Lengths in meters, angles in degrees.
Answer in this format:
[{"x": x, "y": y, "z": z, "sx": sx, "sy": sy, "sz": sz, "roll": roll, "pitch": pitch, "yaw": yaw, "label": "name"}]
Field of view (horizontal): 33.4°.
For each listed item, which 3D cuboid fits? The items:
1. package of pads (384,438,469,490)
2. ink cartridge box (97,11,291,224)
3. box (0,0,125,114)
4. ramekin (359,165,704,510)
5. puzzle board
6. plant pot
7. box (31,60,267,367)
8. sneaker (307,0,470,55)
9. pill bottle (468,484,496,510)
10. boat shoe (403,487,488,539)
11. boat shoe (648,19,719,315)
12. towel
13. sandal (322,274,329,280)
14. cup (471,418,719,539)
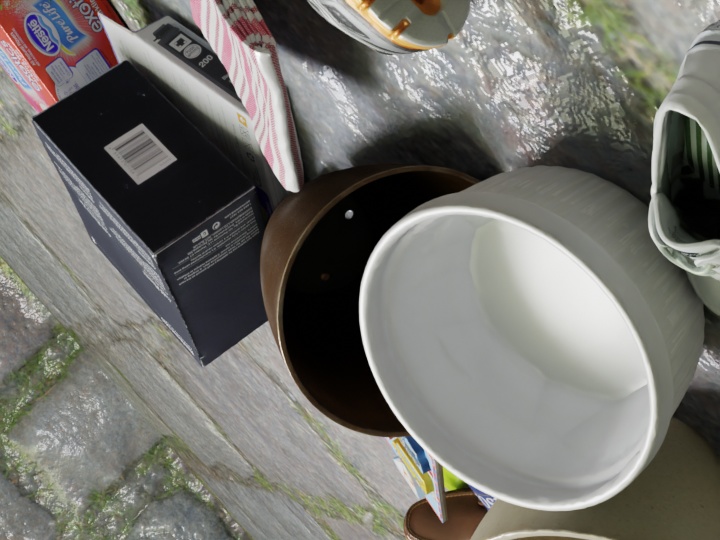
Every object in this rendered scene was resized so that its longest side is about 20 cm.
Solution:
[{"x": 0.064, "y": 0.123, "z": 1.115, "sx": 0.154, "sy": 0.068, "sz": 0.200, "roll": 36, "pitch": 158, "yaw": 28, "label": "package of pads"}, {"x": -0.132, "y": -0.128, "z": 1.068, "sx": 0.200, "sy": 0.043, "sz": 0.198, "roll": 36, "pitch": 158, "yaw": 26, "label": "ink cartridge box"}, {"x": -0.289, "y": -0.222, "z": 1.125, "sx": 0.095, "sy": 0.100, "sz": 0.200, "roll": 17, "pitch": 145, "yaw": 54, "label": "box"}, {"x": 0.107, "y": 0.032, "z": 0.719, "sx": 0.200, "sy": 0.105, "sz": 0.200, "roll": 21, "pitch": 127, "yaw": 31, "label": "ramekin"}, {"x": 0.013, "y": 0.115, "z": 1.035, "sx": 0.200, "sy": 0.017, "sz": 0.151, "roll": 54, "pitch": 167, "yaw": 29, "label": "puzzle board"}, {"x": 0.000, "y": 0.000, "z": 0.884, "sx": 0.187, "sy": 0.187, "sz": 0.200, "roll": 55, "pitch": 171, "yaw": -23, "label": "plant pot"}, {"x": -0.173, "y": -0.049, "z": 1.061, "sx": 0.200, "sy": 0.104, "sz": 0.182, "roll": 45, "pitch": 160, "yaw": 29, "label": "box"}, {"x": -0.027, "y": -0.195, "z": 0.683, "sx": 0.200, "sy": 0.078, "sz": 0.077, "roll": 48, "pitch": 166, "yaw": -6, "label": "sneaker"}, {"x": 0.127, "y": 0.133, "z": 0.943, "sx": 0.200, "sy": 0.112, "sz": 0.112, "roll": 52, "pitch": 160, "yaw": -16, "label": "pill bottle"}, {"x": 0.131, "y": 0.221, "z": 1.060, "sx": 0.200, "sy": 0.072, "sz": 0.068, "roll": -1, "pitch": 151, "yaw": 20, "label": "boat shoe"}, {"x": 0.171, "y": -0.033, "z": 0.599, "sx": 0.074, "sy": 0.067, "sz": 0.200, "roll": 30, "pitch": 155, "yaw": 39, "label": "boat shoe"}, {"x": -0.093, "y": -0.164, "z": 0.840, "sx": 0.146, "sy": 0.030, "sz": 0.200, "roll": 78, "pitch": 167, "yaw": -56, "label": "towel"}, {"x": -0.035, "y": -0.008, "z": 1.059, "sx": 0.055, "sy": 0.082, "sz": 0.200, "roll": 21, "pitch": 151, "yaw": 18, "label": "sandal"}, {"x": 0.181, "y": 0.181, "z": 0.814, "sx": 0.200, "sy": 0.143, "sz": 0.200, "roll": 15, "pitch": 138, "yaw": 14, "label": "cup"}]
